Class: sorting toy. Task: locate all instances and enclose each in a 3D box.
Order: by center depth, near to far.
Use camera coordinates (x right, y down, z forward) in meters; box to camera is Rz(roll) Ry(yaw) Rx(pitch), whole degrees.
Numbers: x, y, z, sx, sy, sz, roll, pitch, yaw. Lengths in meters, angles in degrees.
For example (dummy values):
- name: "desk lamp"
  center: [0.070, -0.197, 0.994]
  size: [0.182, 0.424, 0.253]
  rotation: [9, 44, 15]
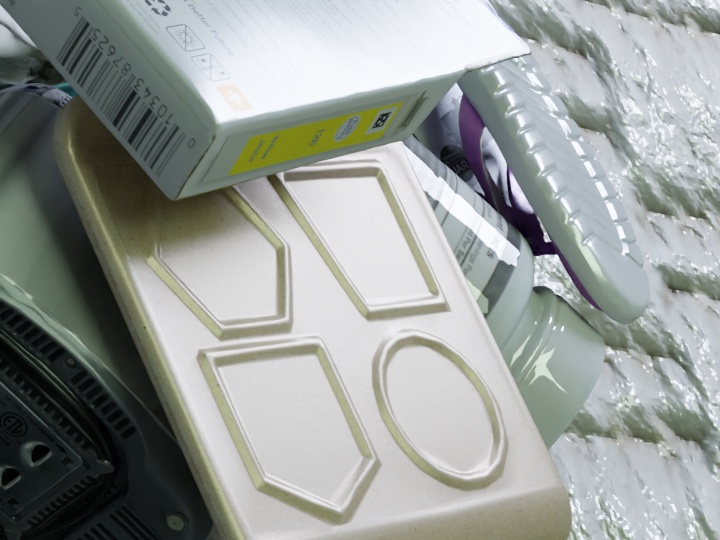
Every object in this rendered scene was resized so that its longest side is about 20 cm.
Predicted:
- name: "sorting toy"
  center: [-0.018, 0.027, 1.021]
  size: [0.185, 0.036, 0.200]
  rotation: [-6, 70, -50]

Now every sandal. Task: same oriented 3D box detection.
- name: "sandal"
  center: [0.064, -0.053, 1.224]
  size: [0.082, 0.050, 0.203]
  rotation: [15, 42, -56]

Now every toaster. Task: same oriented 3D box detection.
- name: "toaster"
  center: [-0.122, 0.021, 1.029]
  size: [0.200, 0.114, 0.129]
  rotation: [43, 37, -11]

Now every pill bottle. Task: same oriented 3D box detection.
- name: "pill bottle"
  center: [0.000, 0.000, 1.161]
  size: [0.200, 0.114, 0.114]
  rotation: [42, 41, -15]

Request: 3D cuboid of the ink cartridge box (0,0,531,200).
- name: "ink cartridge box"
  center: [-0.061, -0.121, 1.039]
  size: [0.198, 0.047, 0.200]
  rotation: [47, 30, 18]

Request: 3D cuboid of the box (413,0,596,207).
- name: "box"
  center: [0.009, -0.101, 1.284]
  size: [0.200, 0.060, 0.117]
  rotation: [56, 40, 2]

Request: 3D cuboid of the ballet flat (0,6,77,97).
- name: "ballet flat"
  center: [-0.178, -0.092, 1.085]
  size: [0.200, 0.070, 0.068]
  rotation: [-4, 66, -46]
